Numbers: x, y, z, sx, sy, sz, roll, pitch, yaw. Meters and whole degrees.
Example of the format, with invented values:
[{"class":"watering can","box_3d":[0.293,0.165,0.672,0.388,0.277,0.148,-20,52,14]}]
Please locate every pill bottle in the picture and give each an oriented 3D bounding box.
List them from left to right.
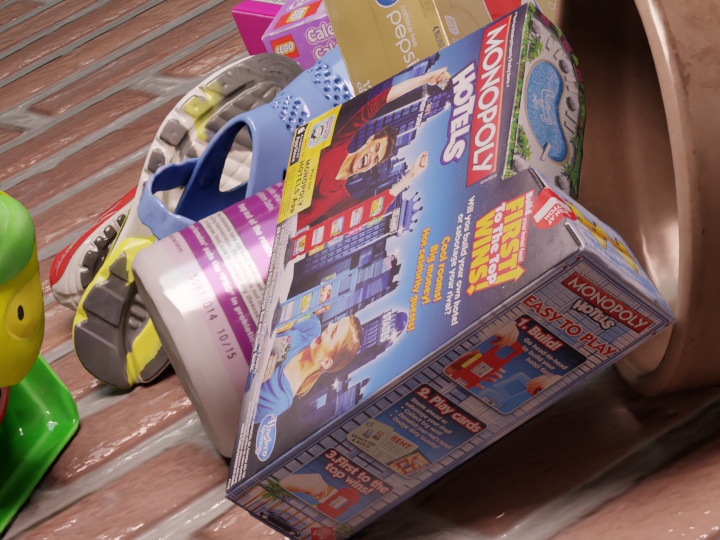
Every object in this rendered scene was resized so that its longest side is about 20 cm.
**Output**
[{"class":"pill bottle","box_3d":[0.000,0.000,1.290,0.199,0.113,0.112,-26,19,-7]}]

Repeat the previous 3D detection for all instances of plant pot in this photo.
[{"class":"plant pot","box_3d":[0.188,-0.057,1.139,0.173,0.202,0.200,-9,17,-8]}]

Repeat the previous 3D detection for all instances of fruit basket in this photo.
[{"class":"fruit basket","box_3d":[-0.207,0.054,1.319,0.215,0.156,0.216,-36,12,9]}]

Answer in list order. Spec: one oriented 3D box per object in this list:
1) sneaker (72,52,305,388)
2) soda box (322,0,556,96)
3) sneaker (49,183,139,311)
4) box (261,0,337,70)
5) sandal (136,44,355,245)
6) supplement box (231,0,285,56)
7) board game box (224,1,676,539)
[{"class":"sneaker","box_3d":[-0.095,-0.034,1.454,0.201,0.074,0.085,-56,8,7]},{"class":"soda box","box_3d":[0.076,-0.110,1.345,0.064,0.068,0.199,-33,-24,35]},{"class":"sneaker","box_3d":[-0.105,-0.040,1.588,0.199,0.077,0.085,-33,16,-27]},{"class":"box","box_3d":[0.030,-0.167,1.516,0.136,0.039,0.200,-19,18,17]},{"class":"sandal","box_3d":[-0.038,-0.054,1.354,0.200,0.087,0.079,-46,55,-4]},{"class":"supplement box","box_3d":[0.035,-0.163,1.710,0.199,0.102,0.103,-31,20,-18]},{"class":"board game box","box_3d":[0.044,-0.004,1.130,0.199,0.062,0.201,-24,44,40]}]
